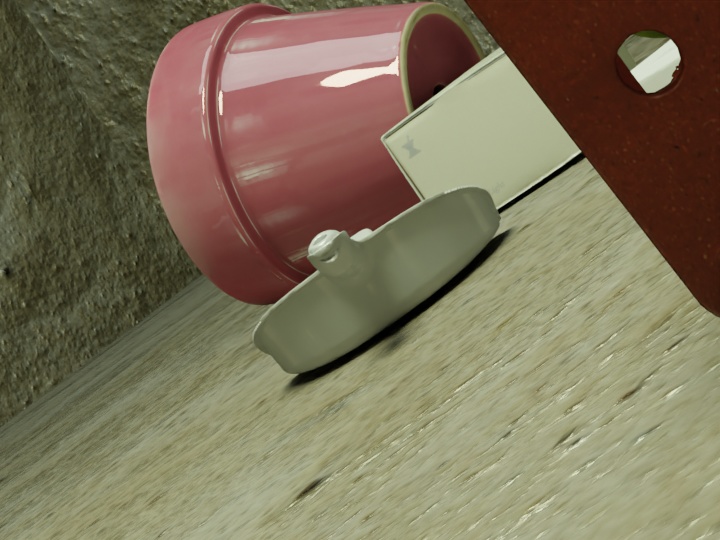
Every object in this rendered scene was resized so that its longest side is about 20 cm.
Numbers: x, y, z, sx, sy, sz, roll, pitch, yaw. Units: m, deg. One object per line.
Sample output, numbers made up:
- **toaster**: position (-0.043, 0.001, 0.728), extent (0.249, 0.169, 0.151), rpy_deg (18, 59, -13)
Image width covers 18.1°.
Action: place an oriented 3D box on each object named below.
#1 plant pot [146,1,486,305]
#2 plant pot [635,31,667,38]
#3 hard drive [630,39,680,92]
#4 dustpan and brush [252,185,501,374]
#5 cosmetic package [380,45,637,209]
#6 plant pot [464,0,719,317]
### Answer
- **plant pot**: position (-0.012, -0.091, 1.491), extent (0.178, 0.201, 0.200), rpy_deg (-14, 14, 31)
- **plant pot**: position (0.249, -0.269, 1.498), extent (0.200, 0.201, 0.189), rpy_deg (-37, 17, -33)
- **hard drive**: position (0.216, -0.138, 1.155), extent (0.132, 0.026, 0.200), rpy_deg (-38, 5, -38)
- **dustpan and brush**: position (0.000, 0.000, 1.064), extent (0.139, 0.057, 0.200), rpy_deg (-35, 4, 4)
- **cosmetic package**: position (0.095, -0.097, 1.343), extent (0.103, 0.073, 0.200), rpy_deg (-33, 5, 23)
- **plant pot**: position (0.111, -0.104, 0.560), extent (0.199, 0.200, 0.177), rpy_deg (-33, 17, 24)
